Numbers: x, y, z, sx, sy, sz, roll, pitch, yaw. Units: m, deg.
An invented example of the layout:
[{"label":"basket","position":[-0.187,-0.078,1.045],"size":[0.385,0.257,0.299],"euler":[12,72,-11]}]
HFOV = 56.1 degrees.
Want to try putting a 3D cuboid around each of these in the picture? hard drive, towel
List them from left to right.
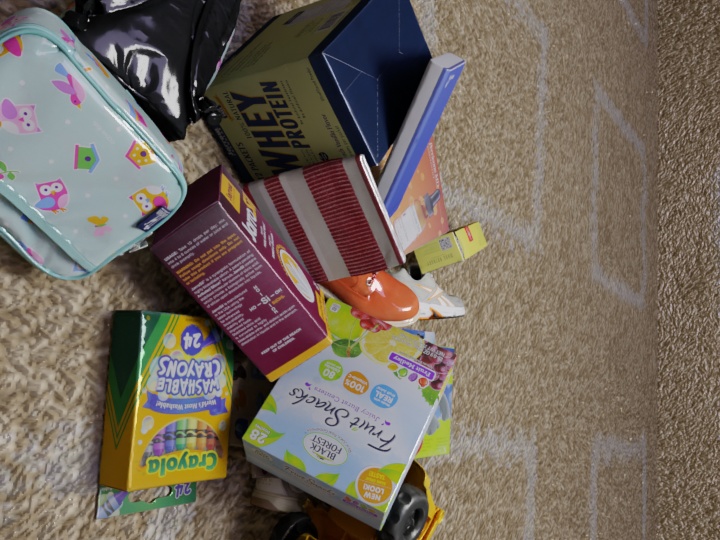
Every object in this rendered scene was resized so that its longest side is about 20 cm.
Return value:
[{"label":"towel","position":[-0.060,-0.049,0.772],"size":[0.145,0.198,0.023],"euler":[64,29,-28]},{"label":"hard drive","position":[0.060,-0.148,0.785],"size":[0.201,0.025,0.132],"euler":[-66,174,25]}]

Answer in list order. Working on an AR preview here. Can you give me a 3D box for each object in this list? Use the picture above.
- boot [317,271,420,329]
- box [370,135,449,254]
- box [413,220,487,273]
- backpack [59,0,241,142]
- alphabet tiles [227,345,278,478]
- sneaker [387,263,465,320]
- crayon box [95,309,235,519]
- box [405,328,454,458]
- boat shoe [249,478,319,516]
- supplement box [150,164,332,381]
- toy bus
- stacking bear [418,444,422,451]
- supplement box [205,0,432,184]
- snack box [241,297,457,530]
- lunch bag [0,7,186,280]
[{"label":"boot","position":[0.000,0.000,0.843],"size":[0.199,0.107,0.075],"euler":[27,42,-9]},{"label":"box","position":[0.027,-0.101,0.969],"size":[0.199,0.106,0.154],"euler":[-28,110,-51]},{"label":"box","position":[0.153,-0.041,1.123],"size":[0.200,0.075,0.051],"euler":[-21,92,-66]},{"label":"backpack","position":[-0.200,-0.244,0.652],"size":[0.167,0.126,0.202],"euler":[43,57,-45]},{"label":"alphabet tiles","position":[-0.101,0.146,0.817],"size":[0.167,0.007,0.202],"euler":[23,54,-51]},{"label":"sneaker","position":[0.110,0.035,1.106],"size":[0.199,0.075,0.093],"euler":[5,80,-55]},{"label":"crayon box","position":[-0.195,0.146,0.695],"size":[0.125,0.051,0.202],"euler":[12,78,-53]},{"label":"box","position":[0.105,0.199,1.106],"size":[0.121,0.047,0.202],"euler":[13,78,-53]},{"label":"boat shoe","position":[-0.053,0.281,0.863],"size":[0.200,0.071,0.065],"euler":[31,64,-47]},{"label":"supplement box","position":[-0.121,0.003,0.720],"size":[0.201,0.085,0.111],"euler":[54,9,-28]},{"label":"toy bus","position":[0.007,0.326,0.801],"size":[0.201,0.135,0.193],"euler":[-52,139,-22]},{"label":"stacking bear","position":[0.021,0.218,0.946],"size":[0.200,0.113,0.123],"euler":[38,58,-51]},{"label":"supplement box","position":[-0.048,-0.220,0.795],"size":[0.135,0.198,0.201],"euler":[60,44,-31]},{"label":"snack box","position":[-0.007,0.150,0.748],"size":[0.068,0.167,0.201],"euler":[94,22,-55]},{"label":"lunch bag","position":[-0.251,-0.091,0.558],"size":[0.160,0.077,0.200],"euler":[-36,126,1]}]
